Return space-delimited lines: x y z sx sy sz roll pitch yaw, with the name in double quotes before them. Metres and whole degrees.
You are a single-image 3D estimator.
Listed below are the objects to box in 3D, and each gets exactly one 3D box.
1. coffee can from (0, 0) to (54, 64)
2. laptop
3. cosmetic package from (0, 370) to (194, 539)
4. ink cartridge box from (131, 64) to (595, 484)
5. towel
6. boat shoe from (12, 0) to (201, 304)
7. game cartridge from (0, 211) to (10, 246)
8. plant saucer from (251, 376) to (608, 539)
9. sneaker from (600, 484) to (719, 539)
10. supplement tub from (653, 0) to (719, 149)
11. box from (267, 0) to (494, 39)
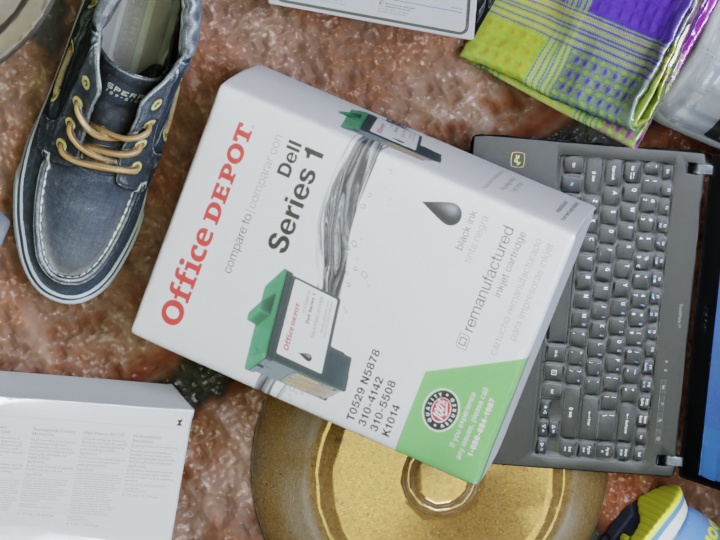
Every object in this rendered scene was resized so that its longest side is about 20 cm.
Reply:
"coffee can" -0.219 -0.169 1.454 0.145 0.200 0.147 -1 99 -9
"laptop" 0.152 0.030 1.544 0.199 0.103 0.178 5 99 -4
"cosmetic package" -0.192 0.095 1.553 0.199 0.051 0.083 6 106 -21
"ink cartridge box" 0.000 0.000 1.535 0.199 0.084 0.147 22 104 7
"towel" 0.138 -0.177 1.546 0.023 0.143 0.201 21 97 -45
"boat shoe" -0.132 -0.076 1.537 0.070 0.091 0.201 13 96 -10
"game cartridge" -0.284 0.013 1.556 0.133 0.042 0.200 44 90 -8
"plant saucer" 0.042 0.108 1.619 0.199 0.035 0.202 -1 98 -9
"sneaker" 0.138 0.217 1.631 0.082 0.074 0.200 36 93 -14
"supplement tub" 0.259 -0.100 1.577 0.199 0.123 0.123 22 94 -11
"box" 0.016 -0.225 1.496 0.116 0.060 0.201 12 123 12
